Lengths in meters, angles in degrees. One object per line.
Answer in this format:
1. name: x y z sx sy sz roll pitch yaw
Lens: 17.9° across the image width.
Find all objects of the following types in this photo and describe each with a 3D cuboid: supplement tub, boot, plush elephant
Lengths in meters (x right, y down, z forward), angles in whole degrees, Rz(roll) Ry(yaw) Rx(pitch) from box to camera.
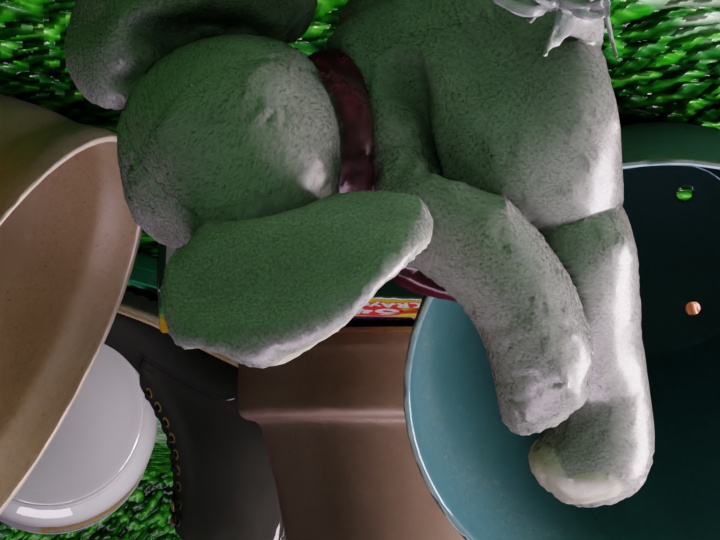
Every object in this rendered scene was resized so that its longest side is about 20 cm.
1. supplement tub: -0.210 0.103 1.551 0.144 0.145 0.200 3 171 -7
2. boot: -0.112 0.089 1.337 0.200 0.139 0.077 20 -176 20
3. plush elephant: -0.003 -0.026 0.683 0.155 0.165 0.200 -11 143 -3

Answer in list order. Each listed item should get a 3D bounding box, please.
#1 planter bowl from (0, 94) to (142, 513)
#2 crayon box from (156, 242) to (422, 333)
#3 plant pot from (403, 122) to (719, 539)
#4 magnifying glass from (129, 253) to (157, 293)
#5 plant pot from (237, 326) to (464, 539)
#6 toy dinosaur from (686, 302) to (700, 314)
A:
1. planter bowl: -0.192 0.009 0.897 0.135 0.200 0.200 27 176 12
2. crayon box: 0.000 0.000 1.133 0.200 0.058 0.173 2 171 -4
3. plant pot: 0.121 0.021 0.932 0.200 0.200 0.135 1 -155 4
4. magnifying glass: -0.038 0.028 1.304 0.200 0.022 0.080 20 174 -16
5. plant pot: 0.035 0.121 1.171 0.200 0.175 0.200 0 175 0
6. toy dinosaur: 0.190 0.018 1.150 0.181 0.105 0.200 34 166 -34
